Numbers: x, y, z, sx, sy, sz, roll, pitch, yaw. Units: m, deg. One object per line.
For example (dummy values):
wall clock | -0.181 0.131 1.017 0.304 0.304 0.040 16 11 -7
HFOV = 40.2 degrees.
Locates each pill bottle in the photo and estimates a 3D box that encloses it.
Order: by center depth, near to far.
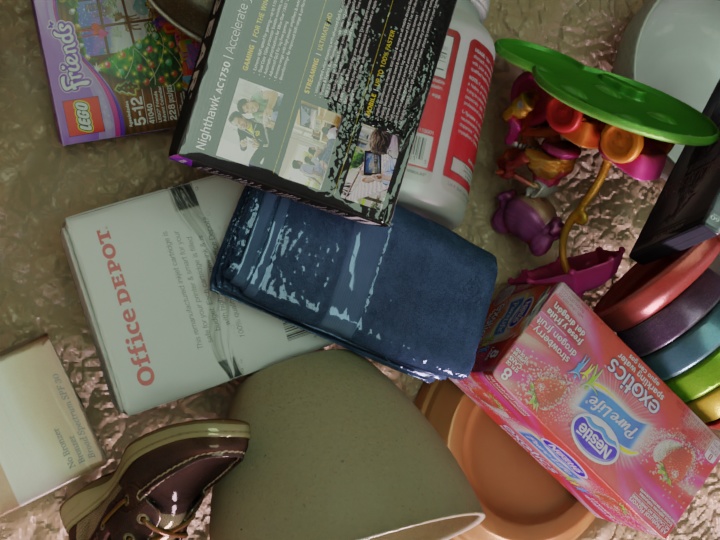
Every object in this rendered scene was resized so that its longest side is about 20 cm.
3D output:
pill bottle | 0.045 -0.139 0.784 0.112 0.112 0.201 16 79 -17

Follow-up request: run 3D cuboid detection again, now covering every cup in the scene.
cup | -0.025 0.143 0.720 0.199 0.200 0.144 -10 67 -19

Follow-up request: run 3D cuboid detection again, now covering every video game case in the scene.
video game case | 0.283 -0.103 0.763 0.019 0.143 0.201 30 80 0

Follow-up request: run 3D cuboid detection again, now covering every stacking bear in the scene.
stacking bear | 0.294 0.078 0.797 0.114 0.121 0.200 -40 89 -1

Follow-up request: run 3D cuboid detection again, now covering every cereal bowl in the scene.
cereal bowl | 0.311 -0.164 0.890 0.199 0.083 0.201 1 88 -17

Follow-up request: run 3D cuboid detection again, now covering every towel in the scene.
towel | 0.000 0.000 0.709 0.199 0.048 0.112 24 77 -18

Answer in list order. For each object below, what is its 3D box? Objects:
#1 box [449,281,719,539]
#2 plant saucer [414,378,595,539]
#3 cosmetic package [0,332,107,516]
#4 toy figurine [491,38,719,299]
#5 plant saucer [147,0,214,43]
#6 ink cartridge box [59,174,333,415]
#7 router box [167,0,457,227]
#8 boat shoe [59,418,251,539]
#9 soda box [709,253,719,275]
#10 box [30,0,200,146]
box | 0.175 0.109 0.782 0.200 0.100 0.096 44 75 -12
plant saucer | 0.138 0.149 0.839 0.199 0.037 0.202 1 85 -19
cosmetic package | -0.287 0.129 0.670 0.199 0.087 0.104 -27 96 -18
toy figurine | 0.162 -0.068 0.807 0.150 0.200 0.185 -12 129 -46
plant saucer | -0.072 -0.244 0.661 0.199 0.037 0.202 -2 96 -20
ink cartridge box | -0.108 0.006 0.739 0.199 0.084 0.145 -18 92 -20
router box | -0.025 -0.146 0.643 0.148 0.051 0.201 17 89 -19
boat shoe | -0.137 0.162 0.663 0.072 0.200 0.072 13 52 -45
soda box | 0.352 0.001 0.856 0.063 0.068 0.201 7 116 -18
box | -0.174 -0.203 0.730 0.136 0.039 0.201 -13 105 -18
